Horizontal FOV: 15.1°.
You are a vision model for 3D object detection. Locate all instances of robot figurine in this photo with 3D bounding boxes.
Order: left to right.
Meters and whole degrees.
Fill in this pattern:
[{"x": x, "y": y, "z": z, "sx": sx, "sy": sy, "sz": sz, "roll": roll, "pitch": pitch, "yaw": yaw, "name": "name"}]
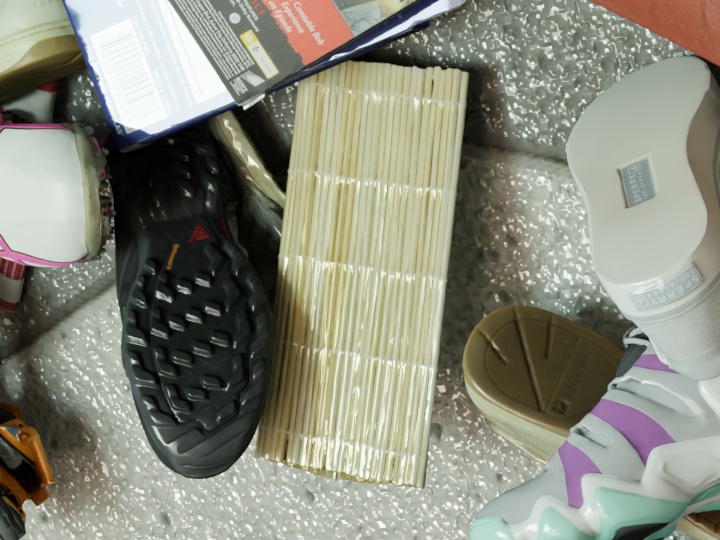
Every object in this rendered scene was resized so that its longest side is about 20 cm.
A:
[{"x": -0.230, "y": 0.057, "z": 1.484, "sx": 0.201, "sy": 0.058, "sz": 0.145, "roll": 61, "pitch": 170, "yaw": -17, "name": "robot figurine"}]

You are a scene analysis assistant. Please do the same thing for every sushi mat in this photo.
[{"x": 0.000, "y": 0.000, "z": 1.296, "sx": 0.095, "sy": 0.012, "sz": 0.201, "roll": 6, "pitch": 89, "yaw": 28, "name": "sushi mat"}]

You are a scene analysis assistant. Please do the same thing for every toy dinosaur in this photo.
[{"x": -0.034, "y": -0.032, "z": 1.353, "sx": 0.088, "sy": 0.047, "sz": 0.201, "roll": -13, "pitch": 98, "yaw": 45, "name": "toy dinosaur"}]

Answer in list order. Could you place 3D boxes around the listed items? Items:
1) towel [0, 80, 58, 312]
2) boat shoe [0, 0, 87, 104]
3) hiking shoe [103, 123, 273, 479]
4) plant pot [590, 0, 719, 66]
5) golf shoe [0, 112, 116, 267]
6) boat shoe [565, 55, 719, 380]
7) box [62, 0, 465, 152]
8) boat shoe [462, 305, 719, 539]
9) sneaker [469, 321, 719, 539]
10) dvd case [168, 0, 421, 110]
[{"x": -0.226, "y": -0.091, "z": 1.477, "sx": 0.144, "sy": 0.023, "sz": 0.201, "roll": 27, "pitch": 124, "yaw": 21, "name": "towel"}, {"x": -0.209, "y": -0.117, "z": 1.402, "sx": 0.199, "sy": 0.074, "sz": 0.067, "roll": -14, "pitch": 86, "yaw": 41, "name": "boat shoe"}, {"x": -0.082, "y": 0.024, "z": 1.344, "sx": 0.075, "sy": 0.201, "sz": 0.101, "roll": -8, "pitch": 146, "yaw": -3, "name": "hiking shoe"}, {"x": 0.148, "y": -0.171, "z": 1.083, "sx": 0.195, "sy": 0.200, "sz": 0.202, "roll": 25, "pitch": 122, "yaw": 34, "name": "plant pot"}, {"x": -0.188, "y": -0.037, "z": 1.356, "sx": 0.200, "sy": 0.092, "sz": 0.073, "roll": 10, "pitch": 106, "yaw": 60, "name": "golf shoe"}, {"x": 0.136, "y": -0.024, "z": 1.155, "sx": 0.072, "sy": 0.200, "sz": 0.069, "roll": -25, "pitch": 116, "yaw": 10, "name": "boat shoe"}, {"x": -0.048, "y": -0.147, "z": 1.293, "sx": 0.199, "sy": 0.032, "sz": 0.122, "roll": -20, "pitch": 90, "yaw": 25, "name": "box"}, {"x": 0.138, "y": 0.084, "z": 1.273, "sx": 0.199, "sy": 0.072, "sz": 0.065, "roll": 26, "pitch": 159, "yaw": 11, "name": "boat shoe"}, {"x": 0.126, "y": 0.044, "z": 1.210, "sx": 0.078, "sy": 0.199, "sz": 0.141, "roll": 91, "pitch": 159, "yaw": -73, "name": "sneaker"}, {"x": -0.011, "y": -0.181, "z": 1.218, "sx": 0.199, "sy": 0.022, "sz": 0.146, "roll": -29, "pitch": 107, "yaw": 18, "name": "dvd case"}]
